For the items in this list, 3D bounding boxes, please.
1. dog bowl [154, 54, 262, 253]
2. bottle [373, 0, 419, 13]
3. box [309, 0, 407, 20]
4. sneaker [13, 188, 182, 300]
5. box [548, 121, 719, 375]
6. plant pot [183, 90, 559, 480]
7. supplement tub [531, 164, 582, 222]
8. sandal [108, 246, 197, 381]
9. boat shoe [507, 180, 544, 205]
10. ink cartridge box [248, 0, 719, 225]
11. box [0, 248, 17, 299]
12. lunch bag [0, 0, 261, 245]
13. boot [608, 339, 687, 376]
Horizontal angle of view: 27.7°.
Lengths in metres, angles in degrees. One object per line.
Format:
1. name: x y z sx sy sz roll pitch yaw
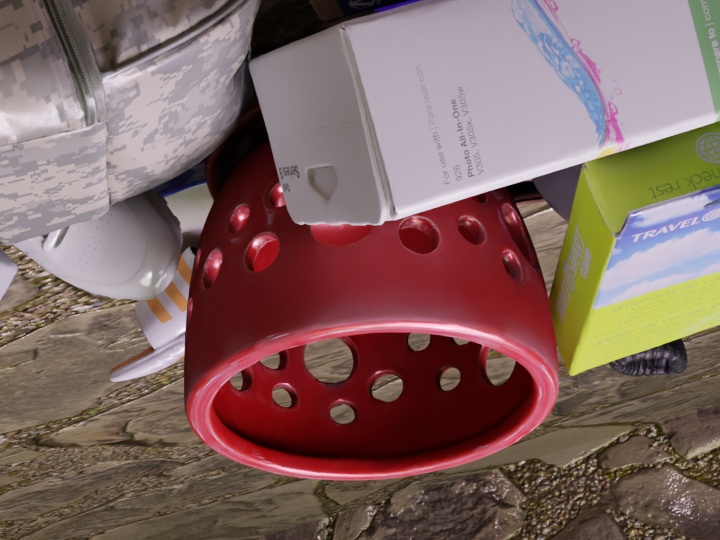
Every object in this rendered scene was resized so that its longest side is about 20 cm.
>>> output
1. dog bowl: -0.080 -0.066 0.984 0.199 0.079 0.200 -11 163 -3
2. bottle: 0.105 -0.168 0.797 0.199 0.066 0.084 -16 169 11
3. box: 0.061 -0.162 0.598 0.199 0.033 0.121 -14 162 10
4. sneaker: -0.187 -0.045 0.798 0.077 0.200 0.080 -61 161 7
5. box: 0.163 -0.018 0.728 0.122 0.048 0.200 -18 157 -7
6. plant pot: 0.000 0.000 0.815 0.200 0.183 0.201 -4 148 -3
7. supplement tub: 0.197 -0.078 0.878 0.140 0.141 0.200 -23 166 33
8. sandal: -0.088 0.003 0.984 0.206 0.059 0.079 -33 180 0
9. boat shoe: 0.086 -0.068 1.117 0.199 0.071 0.070 -15 167 16
10. ink cartridge box: 0.067 -0.086 0.659 0.199 0.088 0.145 -19 -173 -17
11. box: -0.306 -0.029 0.702 0.105 0.200 0.184 -55 152 7
12. lunch bag: -0.124 -0.112 0.694 0.167 0.140 0.200 -17 168 -13
13. boot: 0.299 0.024 1.418 0.211 0.158 0.079 2 159 -40
